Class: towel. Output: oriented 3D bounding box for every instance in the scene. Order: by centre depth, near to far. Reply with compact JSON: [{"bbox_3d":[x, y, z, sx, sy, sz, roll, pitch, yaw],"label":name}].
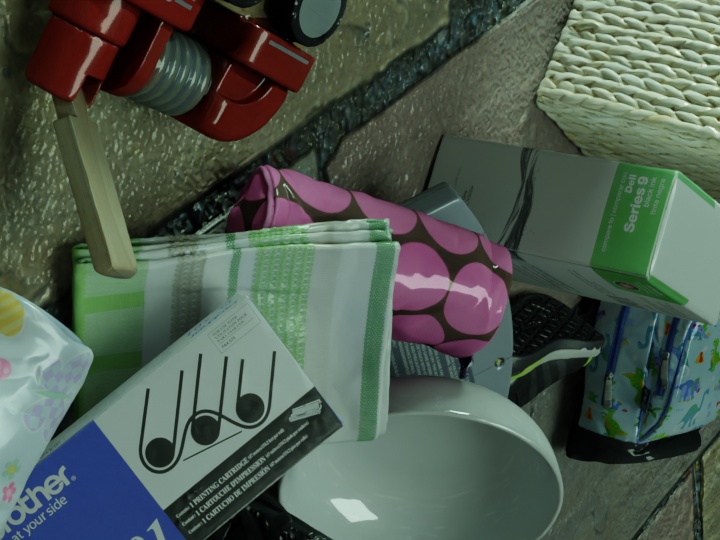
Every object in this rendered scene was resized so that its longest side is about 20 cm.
[{"bbox_3d":[-0.073,0.048,0.985,0.198,0.031,0.151,-6,113,-20],"label":"towel"}]

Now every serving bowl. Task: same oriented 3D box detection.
[{"bbox_3d":[0.041,0.136,1.165,0.201,0.198,0.066,64,19,-44],"label":"serving bowl"}]

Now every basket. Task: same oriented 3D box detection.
[{"bbox_3d":[0.283,-0.154,1.358,0.198,0.199,0.162,35,77,-54],"label":"basket"}]

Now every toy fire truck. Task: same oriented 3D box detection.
[{"bbox_3d":[-0.108,-0.103,0.904,0.176,0.128,0.201,22,97,-56],"label":"toy fire truck"}]

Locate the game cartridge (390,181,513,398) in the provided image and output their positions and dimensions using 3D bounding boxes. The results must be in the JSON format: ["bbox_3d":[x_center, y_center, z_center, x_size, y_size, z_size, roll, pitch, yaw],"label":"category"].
[{"bbox_3d":[0.043,0.037,1.185,0.132,0.042,0.201,-29,130,-16],"label":"game cartridge"}]

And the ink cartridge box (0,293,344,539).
[{"bbox_3d":[-0.116,0.112,0.929,0.200,0.044,0.094,-39,99,-9],"label":"ink cartridge box"}]

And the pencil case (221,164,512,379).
[{"bbox_3d":[0.000,0.000,1.066,0.199,0.093,0.092,21,63,-29],"label":"pencil case"}]

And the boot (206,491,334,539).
[{"bbox_3d":[-0.053,0.182,1.042,0.198,0.161,0.074,37,74,-54],"label":"boot"}]

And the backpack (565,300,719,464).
[{"bbox_3d":[0.273,0.070,1.503,0.162,0.153,0.202,-3,93,-47],"label":"backpack"}]

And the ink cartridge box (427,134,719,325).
[{"bbox_3d":[0.163,-0.032,1.235,0.146,0.199,0.085,25,80,-55],"label":"ink cartridge box"}]

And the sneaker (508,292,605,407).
[{"bbox_3d":[0.127,0.074,1.362,0.199,0.072,0.083,-6,132,-53],"label":"sneaker"}]

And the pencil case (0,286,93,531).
[{"bbox_3d":[-0.217,0.103,0.848,0.091,0.083,0.201,42,69,-47],"label":"pencil case"}]
